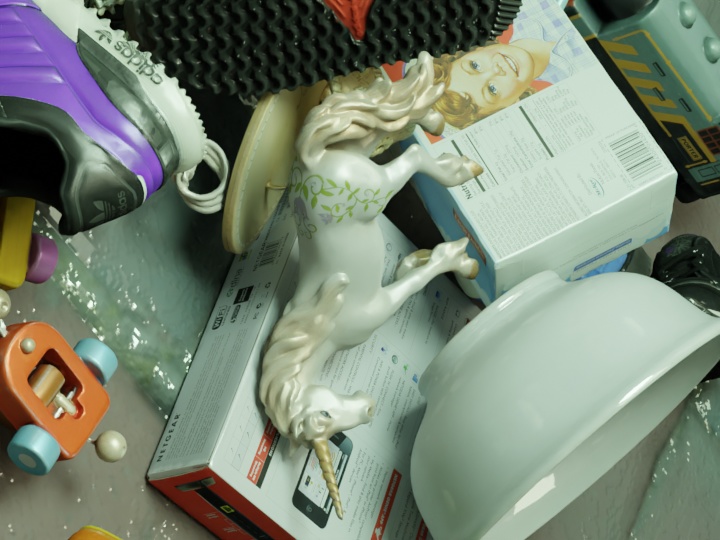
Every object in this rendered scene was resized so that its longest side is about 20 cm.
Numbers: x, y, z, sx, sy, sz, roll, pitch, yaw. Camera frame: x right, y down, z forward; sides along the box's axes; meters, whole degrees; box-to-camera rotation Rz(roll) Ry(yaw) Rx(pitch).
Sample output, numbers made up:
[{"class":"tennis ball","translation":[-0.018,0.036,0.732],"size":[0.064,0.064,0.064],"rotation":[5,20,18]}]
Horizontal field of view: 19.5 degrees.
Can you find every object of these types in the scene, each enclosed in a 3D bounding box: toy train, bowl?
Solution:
[{"class":"toy train","translation":[-0.146,-0.008,1.004],"size":[0.150,0.055,0.201],"rotation":[50,49,-29]},{"class":"bowl","translation":[0.093,0.065,1.092],"size":[0.091,0.201,0.200],"rotation":[49,39,15]},{"class":"toy train","translation":[0.190,-0.127,1.361],"size":[0.200,0.113,0.086],"rotation":[50,46,-25]}]

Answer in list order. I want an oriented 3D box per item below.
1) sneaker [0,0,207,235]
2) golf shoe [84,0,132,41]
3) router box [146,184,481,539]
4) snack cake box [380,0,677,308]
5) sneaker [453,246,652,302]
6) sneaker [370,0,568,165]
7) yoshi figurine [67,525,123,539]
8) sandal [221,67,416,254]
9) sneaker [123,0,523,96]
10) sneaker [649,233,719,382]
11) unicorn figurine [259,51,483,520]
[{"class":"sneaker","translation":[-0.172,-0.088,0.932],"size":[0.199,0.070,0.100],"rotation":[36,60,16]},{"class":"golf shoe","translation":[-0.110,-0.181,1.096],"size":[0.088,0.077,0.200],"rotation":[43,47,6]},{"class":"router box","translation":[-0.008,0.074,1.130],"size":[0.179,0.049,0.201],"rotation":[44,50,-30]},{"class":"snack cake box","translation":[0.074,-0.088,1.158],"size":[0.114,0.067,0.201],"rotation":[-26,64,-10]},{"class":"sneaker","translation":[0.121,0.004,1.251],"size":[0.112,0.076,0.200],"rotation":[62,22,-10]},{"class":"sneaker","translation":[0.066,-0.135,1.249],"size":[0.074,0.082,0.201],"rotation":[51,50,-22]},{"class":"yoshi figurine","translation":[-0.137,0.217,0.904],"size":[0.113,0.111,0.201],"rotation":[57,47,-28]},{"class":"sandal","translation":[0.001,-0.096,1.093],"size":[0.078,0.069,0.213],"rotation":[75,37,-64]},{"class":"sneaker","translation":[-0.021,-0.148,1.056],"size":[0.094,0.198,0.071],"rotation":[-104,-173,-49]},{"class":"sneaker","translation":[0.203,0.018,1.340],"size":[0.200,0.075,0.088],"rotation":[31,44,-72]},{"class":"unicorn figurine","translation":[0.000,0.000,1.056],"size":[0.137,0.074,0.202],"rotation":[-24,110,-33]}]
